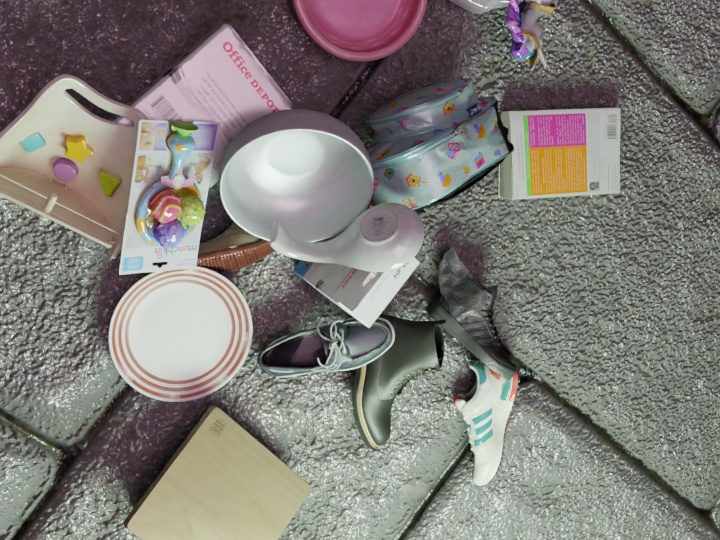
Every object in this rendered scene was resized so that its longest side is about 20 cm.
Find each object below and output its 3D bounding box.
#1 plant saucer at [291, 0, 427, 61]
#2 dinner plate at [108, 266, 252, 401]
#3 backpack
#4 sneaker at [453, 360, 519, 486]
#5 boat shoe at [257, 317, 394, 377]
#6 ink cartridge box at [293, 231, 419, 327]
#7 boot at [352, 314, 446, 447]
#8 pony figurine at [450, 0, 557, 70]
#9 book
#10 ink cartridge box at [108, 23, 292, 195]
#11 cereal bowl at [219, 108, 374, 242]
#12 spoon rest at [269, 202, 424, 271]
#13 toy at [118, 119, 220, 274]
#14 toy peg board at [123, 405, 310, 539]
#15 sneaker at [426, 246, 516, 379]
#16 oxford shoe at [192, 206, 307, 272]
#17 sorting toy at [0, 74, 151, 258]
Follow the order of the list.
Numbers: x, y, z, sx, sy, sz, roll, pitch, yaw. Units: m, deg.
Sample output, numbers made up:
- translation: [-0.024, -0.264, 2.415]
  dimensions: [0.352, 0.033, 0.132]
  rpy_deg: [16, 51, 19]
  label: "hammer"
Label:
- translation: [-0.005, -0.392, 1.300]
  dimensions: [0.198, 0.051, 0.203]
  rpy_deg: [-4, 102, -18]
  label: "plant saucer"
- translation: [-0.249, 0.087, 1.307]
  dimensions: [0.198, 0.024, 0.203]
  rpy_deg: [-6, 108, -18]
  label: "dinner plate"
- translation: [0.087, -0.166, 1.285]
  dimensions: [0.200, 0.175, 0.154]
  rpy_deg: [-43, 116, -30]
  label: "backpack"
- translation: [0.185, 0.235, 1.480]
  dimensions: [0.092, 0.070, 0.202]
  rpy_deg: [13, 97, -3]
  label: "sneaker"
- translation: [-0.050, 0.107, 1.334]
  dimensions: [0.197, 0.062, 0.076]
  rpy_deg: [-9, 82, 6]
  label: "boat shoe"
- translation: [0.000, 0.000, 1.289]
  dimensions: [0.067, 0.200, 0.116]
  rpy_deg: [41, 86, -31]
  label: "ink cartridge box"
- translation: [0.062, 0.165, 1.373]
  dimensions: [0.137, 0.077, 0.203]
  rpy_deg: [0, 105, 24]
  label: "boot"
- translation: [0.231, -0.413, 1.339]
  dimensions: [0.192, 0.166, 0.202]
  rpy_deg: [33, 73, -29]
  label: "pony figurine"
- translation: [0.311, -0.182, 1.452]
  dimensions: [0.198, 0.048, 0.135]
  rpy_deg: [-4, 99, -20]
  label: "book"
- translation: [-0.211, -0.205, 1.244]
  dimensions: [0.200, 0.084, 0.146]
  rpy_deg: [-42, 111, -8]
  label: "ink cartridge box"
- translation: [-0.084, -0.132, 1.221]
  dimensions: [0.197, 0.084, 0.201]
  rpy_deg: [-4, 136, -4]
  label: "cereal bowl"
- translation: [-0.014, -0.041, 1.212]
  dimensions: [0.197, 0.061, 0.100]
  rpy_deg: [-1, 59, 15]
  label: "spoon rest"
- translation: [-0.231, -0.085, 1.176]
  dimensions: [0.114, 0.047, 0.202]
  rpy_deg: [-6, 115, -41]
  label: "toy"
- translation: [-0.213, 0.330, 1.350]
  dimensions: [0.200, 0.097, 0.200]
  rpy_deg: [45, 68, -21]
  label: "toy peg board"
- translation: [0.180, 0.065, 1.423]
  dimensions: [0.199, 0.060, 0.105]
  rpy_deg: [40, 95, 2]
  label: "sneaker"
- translation: [-0.159, -0.050, 1.312]
  dimensions: [0.198, 0.071, 0.075]
  rpy_deg: [-16, 76, -13]
  label: "oxford shoe"
- translation: [-0.349, -0.145, 1.157]
  dimensions: [0.199, 0.107, 0.180]
  rpy_deg: [28, 121, -22]
  label: "sorting toy"
